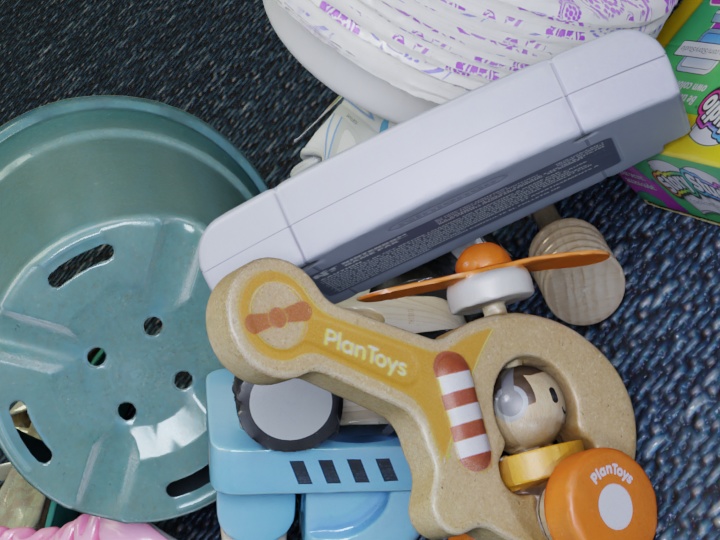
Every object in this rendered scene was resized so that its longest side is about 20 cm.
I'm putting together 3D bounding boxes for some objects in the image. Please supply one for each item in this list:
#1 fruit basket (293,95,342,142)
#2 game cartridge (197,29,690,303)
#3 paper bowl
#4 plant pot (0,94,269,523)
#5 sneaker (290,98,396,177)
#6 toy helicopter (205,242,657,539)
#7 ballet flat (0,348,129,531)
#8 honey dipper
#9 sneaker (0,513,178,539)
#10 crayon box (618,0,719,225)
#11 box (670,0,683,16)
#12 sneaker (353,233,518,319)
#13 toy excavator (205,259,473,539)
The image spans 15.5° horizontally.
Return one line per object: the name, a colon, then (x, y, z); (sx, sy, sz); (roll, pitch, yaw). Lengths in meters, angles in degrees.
fruit basket: (0.052, -0.162, 1.440); (0.185, 0.094, 0.200); (-39, 1, 31)
game cartridge: (0.035, -0.036, 1.064); (0.200, 0.042, 0.133); (-25, -14, 6)
paper bowl: (0.036, -0.137, 1.177); (0.201, 0.200, 0.105); (-82, 17, -56)
plant pot: (-0.117, 0.027, 1.312); (0.200, 0.200, 0.196); (-47, 17, 2)
sneaker: (0.010, -0.066, 1.254); (0.086, 0.075, 0.200); (-22, 19, 22)
toy helicopter: (0.029, 0.036, 1.023); (0.079, 0.200, 0.133); (-19, 54, 52)
ballet flat: (-0.180, 0.102, 1.496); (0.062, 0.068, 0.200); (0, 40, 15)
honey dipper: (0.090, -0.024, 1.258); (0.038, 0.038, 0.200); (-44, 16, 9)
sneaker: (-0.161, 0.181, 1.340); (0.200, 0.079, 0.096); (-21, 44, 52)
crayon box: (0.202, -0.097, 1.127); (0.173, 0.058, 0.200); (-51, 20, -6)
box: (0.179, -0.161, 1.320); (0.200, 0.035, 0.110); (-35, 24, 31)
sneaker: (0.000, 0.000, 1.326); (0.115, 0.076, 0.201); (-45, 23, 1)
toy excavator: (-0.036, 0.107, 1.186); (0.194, 0.201, 0.100); (-2, 23, -5)
